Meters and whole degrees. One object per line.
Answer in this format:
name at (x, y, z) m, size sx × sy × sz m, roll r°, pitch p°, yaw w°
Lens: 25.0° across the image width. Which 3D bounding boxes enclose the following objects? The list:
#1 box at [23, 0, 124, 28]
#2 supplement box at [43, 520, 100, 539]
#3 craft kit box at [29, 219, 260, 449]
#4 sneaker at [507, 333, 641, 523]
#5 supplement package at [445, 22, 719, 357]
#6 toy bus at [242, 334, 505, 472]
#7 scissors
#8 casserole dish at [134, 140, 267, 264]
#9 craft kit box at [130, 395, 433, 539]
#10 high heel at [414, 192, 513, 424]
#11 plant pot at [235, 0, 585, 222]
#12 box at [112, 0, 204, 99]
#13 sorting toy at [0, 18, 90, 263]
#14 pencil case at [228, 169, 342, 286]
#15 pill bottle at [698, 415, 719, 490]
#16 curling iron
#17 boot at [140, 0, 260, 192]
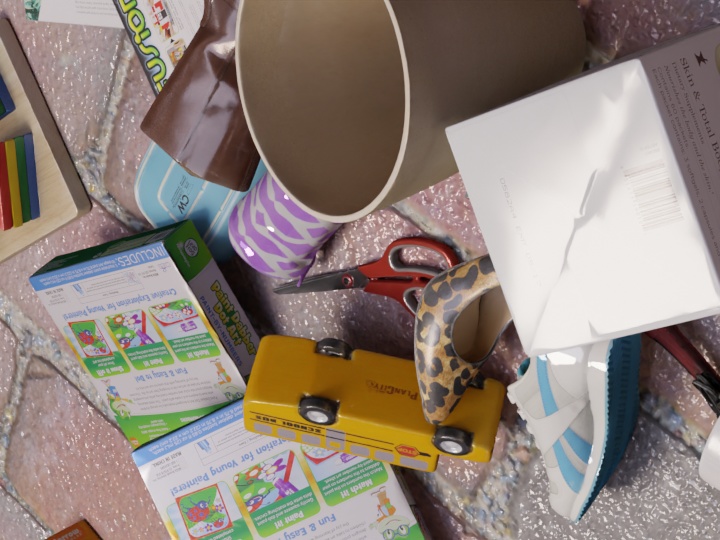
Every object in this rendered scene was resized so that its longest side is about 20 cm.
box at (-0.244, -0.312, 1.395) m, size 0.144 × 0.036 × 0.202 m, roll 10°, pitch 112°, yaw 38°
supplement box at (-0.255, 0.353, 1.648) m, size 0.200 × 0.066 × 0.069 m, roll 43°, pitch 130°, yaw 19°
craft kit box at (-0.177, 0.064, 1.445) m, size 0.199 × 0.048 × 0.199 m, roll -11°, pitch 111°, yaw 43°
sneaker at (0.151, 0.098, 1.168) m, size 0.080 × 0.077 × 0.201 m, roll 21°, pitch 136°, yaw 24°
supplement package at (0.187, -0.060, 1.009) m, size 0.150 × 0.199 × 0.153 m, roll -17°, pitch 96°, yaw 43°
toy bus at (0.010, 0.107, 1.277) m, size 0.198 × 0.065 × 0.078 m, roll 12°, pitch 148°, yaw 6°
scissors at (0.000, 0.000, 1.327) m, size 0.199 × 0.014 × 0.074 m, roll 11°, pitch 116°, yaw 39°
casserole dish at (-0.135, -0.087, 1.390) m, size 0.121 × 0.039 × 0.200 m, roll 48°, pitch 132°, yaw 16°
craft kit box at (-0.061, 0.197, 1.359) m, size 0.199 × 0.049 × 0.199 m, roll -25°, pitch 89°, yaw 7°
high heel at (0.115, 0.035, 1.175) m, size 0.142 × 0.071 × 0.201 m, roll 23°, pitch 101°, yaw 39°
plant pot at (0.049, -0.144, 1.085) m, size 0.187 × 0.199 × 0.189 m, roll 24°, pitch 121°, yaw 48°
box at (-0.141, -0.211, 1.258) m, size 0.110 × 0.035 × 0.201 m, roll -22°, pitch 92°, yaw 44°
sorting toy at (-0.378, -0.109, 1.569) m, size 0.199 × 0.069 × 0.200 m, roll -24°, pitch 91°, yaw 43°
pencil case at (-0.025, -0.071, 1.277) m, size 0.085 × 0.084 × 0.200 m, roll 33°, pitch 135°, yaw -16°
pill bottle at (0.324, 0.148, 1.037) m, size 0.199 × 0.109 × 0.110 m, roll 32°, pitch 125°, yaw 27°
curling iron at (0.203, 0.030, 1.115) m, size 0.200 × 0.026 × 0.050 m, roll 49°, pitch 176°, yaw -3°
boot at (-0.126, -0.175, 1.191) m, size 0.186 × 0.064 × 0.201 m, roll 32°, pitch 110°, yaw 12°
